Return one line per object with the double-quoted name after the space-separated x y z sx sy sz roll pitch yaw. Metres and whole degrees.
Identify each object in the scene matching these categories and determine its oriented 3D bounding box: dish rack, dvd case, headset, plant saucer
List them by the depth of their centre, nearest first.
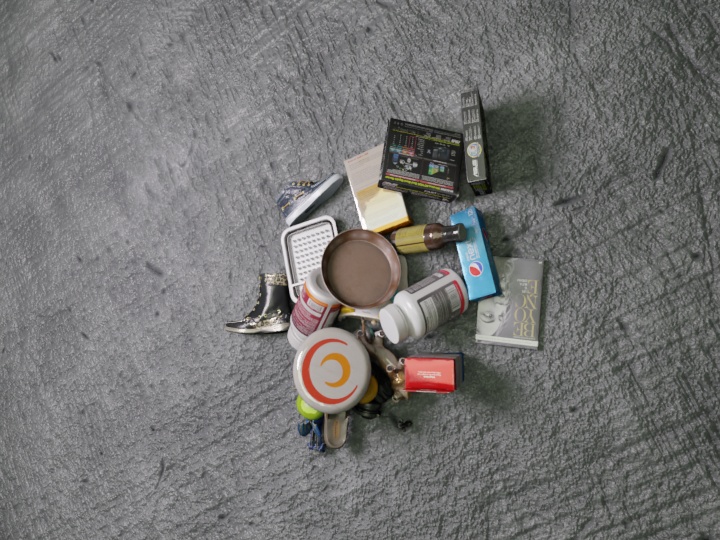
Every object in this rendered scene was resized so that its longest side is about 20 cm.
0.348 0.073 1.237 0.143 0.016 0.209 4 88 20 "dvd case"
0.000 0.000 1.258 0.191 0.035 0.208 3 66 -8 "plant saucer"
0.044 0.317 1.315 0.199 0.093 0.126 42 108 32 "headset"
-0.118 -0.026 1.398 0.166 0.043 0.209 -15 82 19 "dish rack"

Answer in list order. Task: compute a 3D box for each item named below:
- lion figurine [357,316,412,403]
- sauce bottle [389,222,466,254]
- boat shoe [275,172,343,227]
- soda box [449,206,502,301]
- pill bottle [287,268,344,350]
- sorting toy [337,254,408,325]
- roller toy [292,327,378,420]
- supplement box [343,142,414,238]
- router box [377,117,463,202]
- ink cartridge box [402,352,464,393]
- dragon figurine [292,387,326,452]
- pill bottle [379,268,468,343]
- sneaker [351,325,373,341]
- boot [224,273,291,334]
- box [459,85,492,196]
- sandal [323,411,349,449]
0.060 0.211 1.259 0.071 0.124 0.203 -29 63 -9 "lion figurine"
0.160 -0.077 1.255 0.195 0.063 0.068 -4 85 43 "sauce bottle"
-0.141 -0.213 1.401 0.198 0.071 0.092 -38 80 16 "boat shoe"
0.269 -0.037 1.235 0.066 0.064 0.208 -18 75 26 "soda box"
-0.113 0.104 1.319 0.109 0.108 0.204 41 128 17 "pill bottle"
0.040 0.040 1.323 0.192 0.107 0.187 7 70 19 "sorting toy"
-0.064 0.231 1.225 0.192 0.140 0.190 -13 80 -7 "roller toy"
0.047 -0.196 1.331 0.122 0.073 0.208 -18 82 17 "supplement box"
0.145 -0.260 1.261 0.191 0.062 0.156 11 80 -4 "router box"
0.167 0.228 1.196 0.111 0.199 0.070 -2 86 18 "ink cartridge box"
-0.122 0.379 1.324 0.056 0.204 0.102 -1 48 15 "dragon figurine"
0.143 0.085 1.213 0.195 0.111 0.113 -25 77 -21 "pill bottle"
-0.054 0.201 1.325 0.198 0.091 0.079 -37 44 12 "sneaker"
-0.273 0.092 1.433 0.195 0.073 0.161 -4 82 15 "boot"
0.266 -0.290 1.213 0.042 0.159 0.209 -6 85 19 "box"
-0.062 0.335 1.295 0.078 0.055 0.210 2 86 -9 "sandal"
